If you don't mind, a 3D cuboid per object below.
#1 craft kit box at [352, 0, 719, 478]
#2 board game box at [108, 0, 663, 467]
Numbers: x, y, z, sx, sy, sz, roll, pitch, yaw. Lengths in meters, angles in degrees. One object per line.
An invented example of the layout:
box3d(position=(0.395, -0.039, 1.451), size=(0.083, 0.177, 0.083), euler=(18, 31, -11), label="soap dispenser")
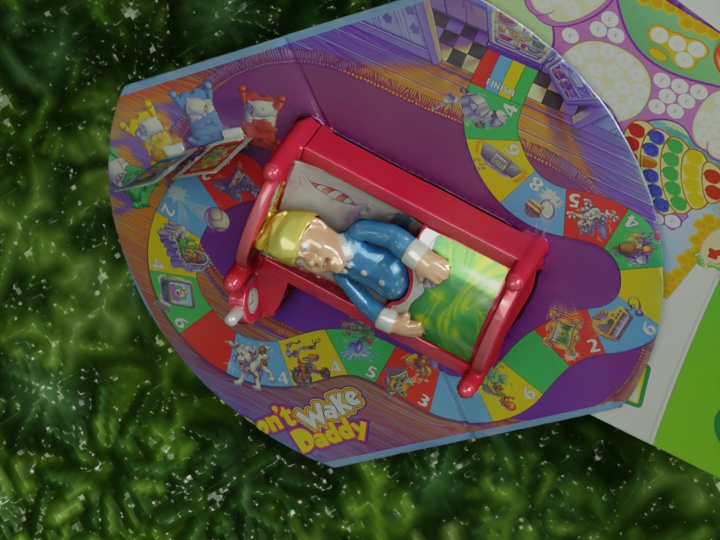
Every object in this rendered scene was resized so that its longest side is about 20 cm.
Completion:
box3d(position=(0.102, -0.039, 0.846), size=(0.199, 0.049, 0.198), euler=(25, 129, 8), label="craft kit box")
box3d(position=(0.000, 0.000, 0.864), size=(0.199, 0.039, 0.159), euler=(-13, 113, 31), label="board game box")
